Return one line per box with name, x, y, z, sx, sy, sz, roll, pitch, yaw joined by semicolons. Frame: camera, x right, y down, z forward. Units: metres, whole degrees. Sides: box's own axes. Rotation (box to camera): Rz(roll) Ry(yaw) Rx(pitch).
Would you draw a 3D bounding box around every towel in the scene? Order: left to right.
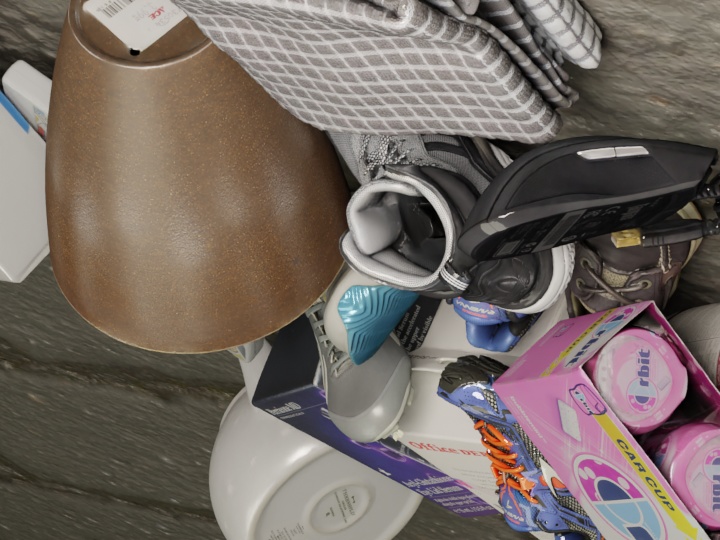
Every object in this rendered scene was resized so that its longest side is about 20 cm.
towel;0.003;-0.132;1.270;0.199;0.086;0.166;11;159;37

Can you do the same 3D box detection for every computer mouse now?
computer mouse;0.135;-0.042;1.310;0.199;0.046;0.140;-13;167;-12

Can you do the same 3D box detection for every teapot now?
teapot;-0.046;0.147;2.059;0.197;0.201;0.146;5;-144;-37

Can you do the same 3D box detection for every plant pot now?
plant pot;-0.106;-0.086;1.441;0.186;0.187;0.200;18;148;19

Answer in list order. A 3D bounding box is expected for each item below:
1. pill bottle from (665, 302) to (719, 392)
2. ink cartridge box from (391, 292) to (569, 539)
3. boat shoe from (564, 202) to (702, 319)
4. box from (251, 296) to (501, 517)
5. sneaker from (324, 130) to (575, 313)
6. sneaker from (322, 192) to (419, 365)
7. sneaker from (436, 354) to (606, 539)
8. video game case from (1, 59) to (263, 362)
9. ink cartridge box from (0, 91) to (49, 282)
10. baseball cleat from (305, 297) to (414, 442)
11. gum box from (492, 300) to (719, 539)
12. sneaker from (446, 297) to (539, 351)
pill bottle;0.230;0.073;1.526;0.109;0.110;0.200;30;162;-18
ink cartridge box;0.126;0.092;1.695;0.200;0.126;0.128;37;159;-34
boat shoe;0.156;0.000;1.485;0.072;0.065;0.200;23;162;9
box;0.042;0.090;1.839;0.199;0.105;0.148;28;163;-13
sneaker;0.022;-0.052;1.367;0.114;0.076;0.200;0;-142;-51
sneaker;0.000;0.000;1.569;0.081;0.077;0.200;40;-168;1
sneaker;0.112;0.124;1.559;0.200;0.079;0.075;41;174;-34
video game case;-0.147;-0.035;1.648;0.200;0.023;0.182;35;159;13
ink cartridge box;-0.291;-0.074;1.668;0.147;0.086;0.200;51;159;-26
baseball cleat;-0.021;0.031;1.657;0.106;0.070;0.200;40;-161;-28
gum box;0.179;0.120;1.462;0.200;0.066;0.113;53;157;-9
sneaker;0.085;-0.007;1.510;0.075;0.079;0.200;18;162;21
